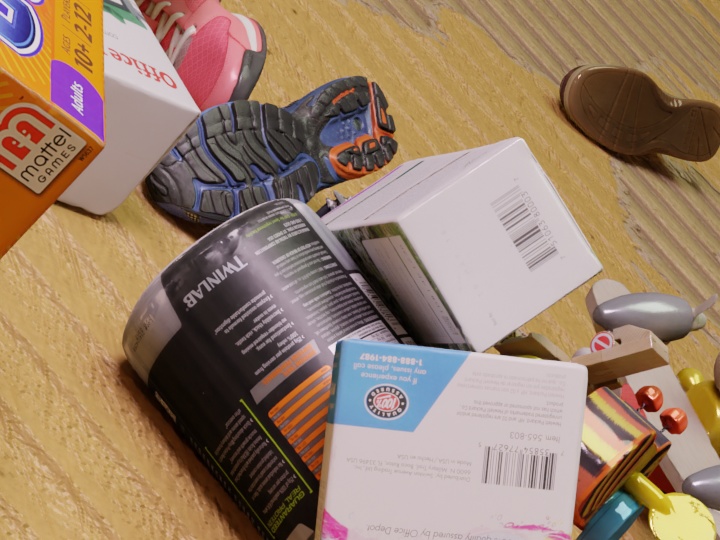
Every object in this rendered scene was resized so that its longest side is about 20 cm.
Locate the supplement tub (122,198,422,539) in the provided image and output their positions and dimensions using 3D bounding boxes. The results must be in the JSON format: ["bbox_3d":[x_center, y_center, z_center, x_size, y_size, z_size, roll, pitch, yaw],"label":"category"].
[{"bbox_3d":[-0.017,0.074,1.425,0.200,0.123,0.122,52,20,15],"label":"supplement tub"}]

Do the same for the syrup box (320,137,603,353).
[{"bbox_3d":[0.040,-0.009,1.463,0.079,0.081,0.200,58,-13,-7],"label":"syrup box"}]

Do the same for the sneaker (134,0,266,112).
[{"bbox_3d":[-0.123,-0.153,1.775,0.086,0.074,0.200,17,27,-32],"label":"sneaker"}]

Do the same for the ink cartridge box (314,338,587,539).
[{"bbox_3d":[0.035,0.137,1.319,0.114,0.201,0.068,7,-3,-3],"label":"ink cartridge box"}]

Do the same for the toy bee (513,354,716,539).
[{"bbox_3d":[0.120,0.091,1.465,0.131,0.109,0.200,47,-14,-7],"label":"toy bee"}]

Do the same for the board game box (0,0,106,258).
[{"bbox_3d":[-0.241,-0.086,1.157,0.200,0.200,0.200,36,21,-24],"label":"board game box"}]

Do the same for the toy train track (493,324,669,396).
[{"bbox_3d":[0.067,0.056,1.525,0.115,0.199,0.033,40,40,-51],"label":"toy train track"}]

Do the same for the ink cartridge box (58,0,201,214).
[{"bbox_3d":[-0.192,-0.141,1.551,0.146,0.084,0.200,19,32,-52],"label":"ink cartridge box"}]

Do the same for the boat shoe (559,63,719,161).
[{"bbox_3d":[0.231,-0.140,2.493,0.199,0.073,0.072,9,9,-44],"label":"boat shoe"}]

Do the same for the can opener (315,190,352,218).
[{"bbox_3d":[0.000,0.000,1.715,0.063,0.079,0.200,34,7,18],"label":"can opener"}]

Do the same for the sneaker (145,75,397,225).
[{"bbox_3d":[-0.060,-0.060,1.700,0.200,0.078,0.076,-14,82,-51],"label":"sneaker"}]

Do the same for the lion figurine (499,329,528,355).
[{"bbox_3d":[0.027,0.053,1.621,0.200,0.123,0.072,50,-10,-34],"label":"lion figurine"}]

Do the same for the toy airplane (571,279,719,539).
[{"bbox_3d":[0.203,0.089,1.830,0.200,0.141,0.199,48,20,6],"label":"toy airplane"}]
